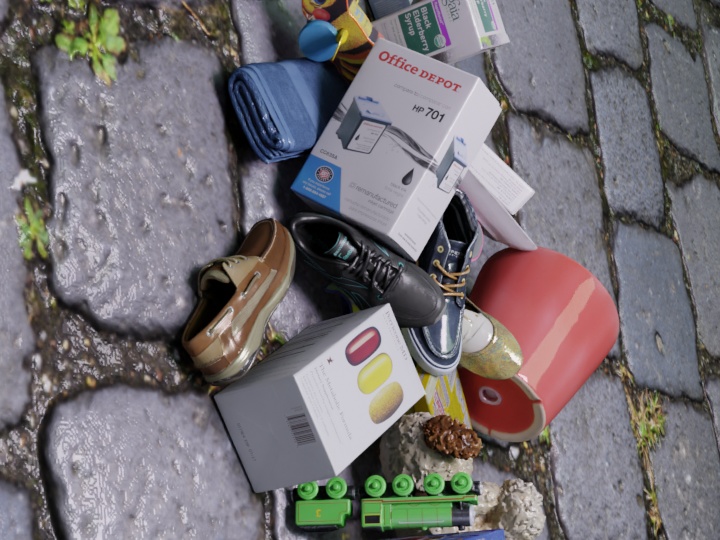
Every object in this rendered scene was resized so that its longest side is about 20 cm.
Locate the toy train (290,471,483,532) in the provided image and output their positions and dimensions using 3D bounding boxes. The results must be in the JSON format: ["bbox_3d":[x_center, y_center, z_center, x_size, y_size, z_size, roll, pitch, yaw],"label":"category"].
[{"bbox_3d":[0.026,0.239,1.485,0.042,0.198,0.057,68,21,-68],"label":"toy train"}]

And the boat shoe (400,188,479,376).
[{"bbox_3d":[0.090,0.010,1.608,0.070,0.091,0.202,6,64,-24],"label":"boat shoe"}]

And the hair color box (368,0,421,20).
[{"bbox_3d":[0.061,-0.356,1.886,0.099,0.060,0.201,-29,99,-55],"label":"hair color box"}]

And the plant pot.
[{"bbox_3d":[0.196,0.099,1.787,0.201,0.200,0.178,56,49,-23],"label":"plant pot"}]

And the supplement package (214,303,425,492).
[{"bbox_3d":[-0.038,0.128,1.500,0.200,0.109,0.114,-36,106,-54],"label":"supplement package"}]

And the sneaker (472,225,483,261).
[{"bbox_3d":[0.044,-0.056,1.727,0.199,0.095,0.079,29,65,-15],"label":"sneaker"}]

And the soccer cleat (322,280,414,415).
[{"bbox_3d":[0.013,0.086,1.648,0.083,0.065,0.201,-25,109,-17],"label":"soccer cleat"}]

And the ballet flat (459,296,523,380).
[{"bbox_3d":[0.107,0.055,1.694,0.071,0.071,0.200,16,22,-51],"label":"ballet flat"}]

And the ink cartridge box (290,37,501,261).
[{"bbox_3d":[0.040,-0.134,1.594,0.201,0.146,0.086,-61,149,-5],"label":"ink cartridge box"}]

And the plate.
[{"bbox_3d":[0.108,-0.107,1.781,0.032,0.200,0.200,-47,125,-3],"label":"plate"}]

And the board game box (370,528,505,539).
[{"bbox_3d":[0.027,0.289,1.443,0.135,0.199,0.035,0,79,-54],"label":"board game box"}]

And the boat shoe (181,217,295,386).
[{"bbox_3d":[-0.124,0.020,1.459,0.074,0.075,0.201,45,42,-30],"label":"boat shoe"}]

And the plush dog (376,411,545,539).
[{"bbox_3d":[0.076,0.237,1.574,0.160,0.200,0.173,-21,91,-35],"label":"plush dog"}]

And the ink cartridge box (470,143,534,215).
[{"bbox_3d":[0.120,-0.149,1.804,0.200,0.045,0.176,44,0,-2],"label":"ink cartridge box"}]

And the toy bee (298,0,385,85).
[{"bbox_3d":[-0.029,-0.288,1.637,0.199,0.109,0.131,27,38,-33],"label":"toy bee"}]

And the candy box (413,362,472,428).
[{"bbox_3d":[0.096,0.170,1.682,0.201,0.026,0.103,74,29,-42],"label":"candy box"}]

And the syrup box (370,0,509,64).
[{"bbox_3d":[0.069,-0.276,1.741,0.081,0.199,0.079,-24,97,-55],"label":"syrup box"}]

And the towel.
[{"bbox_3d":[-0.072,-0.184,1.632,0.200,0.048,0.112,-20,85,-57],"label":"towel"}]

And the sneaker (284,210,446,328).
[{"bbox_3d":[0.000,0.000,1.559,0.076,0.199,0.079,-60,172,-5],"label":"sneaker"}]
